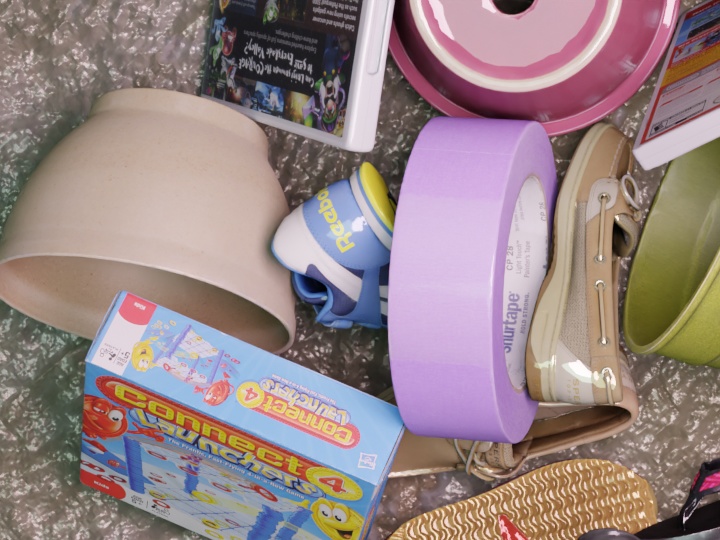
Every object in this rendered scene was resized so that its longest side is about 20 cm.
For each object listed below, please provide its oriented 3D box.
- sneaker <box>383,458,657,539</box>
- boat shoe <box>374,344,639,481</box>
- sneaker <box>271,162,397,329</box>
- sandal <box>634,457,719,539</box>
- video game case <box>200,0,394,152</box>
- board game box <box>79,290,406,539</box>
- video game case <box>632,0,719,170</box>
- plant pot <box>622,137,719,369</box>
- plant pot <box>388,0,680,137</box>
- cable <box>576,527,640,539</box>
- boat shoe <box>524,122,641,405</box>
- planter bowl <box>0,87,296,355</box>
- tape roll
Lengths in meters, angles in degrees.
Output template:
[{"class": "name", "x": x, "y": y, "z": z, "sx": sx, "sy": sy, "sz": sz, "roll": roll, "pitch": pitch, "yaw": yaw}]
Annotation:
[{"class": "sneaker", "x": 0.098, "y": 0.176, "z": 1.543, "sx": 0.200, "sy": 0.090, "sz": 0.075, "roll": -11, "pitch": 79, "yaw": -15}, {"class": "boat shoe", "x": 0.084, "y": 0.101, "z": 1.519, "sx": 0.200, "sy": 0.065, "sz": 0.071, "roll": -19, "pitch": 132, "yaw": 8}, {"class": "sneaker", "x": 0.000, "y": 0.000, "z": 1.472, "sx": 0.082, "sy": 0.200, "sz": 0.074, "roll": -29, "pitch": 61, "yaw": 2}, {"class": "sandal", "x": 0.265, "y": 0.135, "z": 1.505, "sx": 0.200, "sy": 0.075, "sz": 0.045, "roll": -22, "pitch": 96, "yaw": -2}, {"class": "video game case", "x": -0.037, "y": -0.180, "z": 1.461, "sx": 0.023, "sy": 0.200, "sz": 0.182, "roll": 4, "pitch": 100, "yaw": -32}, {"class": "board game box", "x": -0.081, "y": 0.116, "z": 1.495, "sx": 0.200, "sy": 0.196, "sz": 0.056, "roll": 23, "pitch": 62, "yaw": 5}, {"class": "video game case", "x": 0.244, "y": -0.140, "z": 1.395, "sx": 0.143, "sy": 0.200, "sz": 0.017, "roll": -26, "pitch": 110, "yaw": 29}, {"class": "plant pot", "x": 0.294, "y": -0.007, "z": 1.439, "sx": 0.193, "sy": 0.200, "sz": 0.200, "roll": 22, "pitch": 100, "yaw": -8}, {"class": "plant pot", "x": 0.102, "y": -0.179, "z": 1.435, "sx": 0.200, "sy": 0.179, "sz": 0.200, "roll": 1, "pitch": 97, "yaw": 7}, {"class": "cable", "x": 0.152, "y": 0.225, "z": 1.496, "sx": 0.097, "sy": 0.200, "sz": 0.050, "roll": 21, "pitch": 64, "yaw": -7}, {"class": "boat shoe", "x": 0.154, "y": -0.004, "z": 1.465, "sx": 0.063, "sy": 0.073, "sz": 0.201, "roll": 6, "pitch": 56, "yaw": 17}, {"class": "planter bowl", "x": -0.129, "y": -0.036, "z": 1.492, "sx": 0.200, "sy": 0.200, "sz": 0.135, "roll": 9, "pitch": 73, "yaw": 7}, {"class": "tape roll", "x": 0.073, "y": 0.006, "z": 1.429, "sx": 0.066, "sy": 0.200, "sz": 0.200, "roll": 5, "pitch": 98, "yaw": 16}]
